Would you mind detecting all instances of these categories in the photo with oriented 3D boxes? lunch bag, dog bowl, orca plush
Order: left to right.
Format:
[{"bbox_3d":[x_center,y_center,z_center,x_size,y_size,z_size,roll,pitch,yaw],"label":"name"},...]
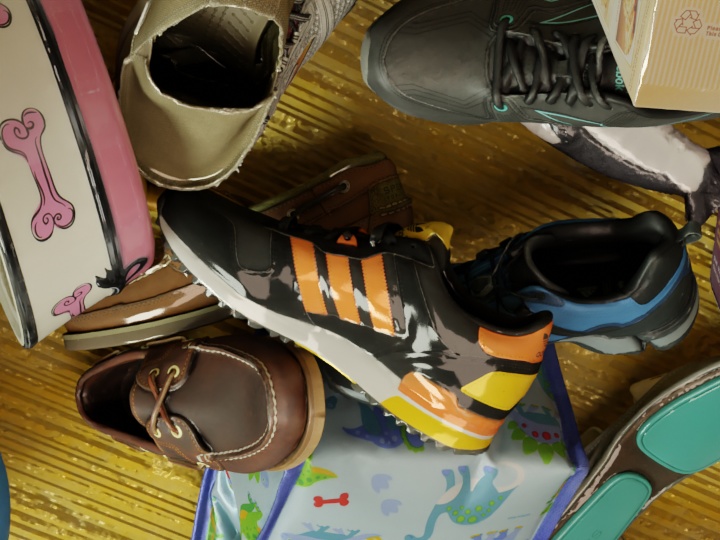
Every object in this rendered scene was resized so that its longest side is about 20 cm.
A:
[{"bbox_3d":[-0.157,-0.069,1.267,0.074,0.200,0.200,-19,125,-11],"label":"dog bowl"},{"bbox_3d":[0.007,0.124,1.458,0.170,0.128,0.200,5,140,-19],"label":"lunch bag"},{"bbox_3d":[0.107,-0.107,1.350,0.200,0.071,0.105,28,92,-11],"label":"orca plush"}]

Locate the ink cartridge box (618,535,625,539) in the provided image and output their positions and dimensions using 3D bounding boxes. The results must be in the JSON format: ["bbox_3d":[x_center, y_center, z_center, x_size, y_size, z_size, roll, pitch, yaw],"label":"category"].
[{"bbox_3d":[0.070,0.234,1.510,0.200,0.163,0.057,-20,124,6],"label":"ink cartridge box"}]

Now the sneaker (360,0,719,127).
[{"bbox_3d":[0.101,-0.104,1.274,0.200,0.079,0.076,-2,99,-7],"label":"sneaker"}]

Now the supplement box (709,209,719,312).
[{"bbox_3d":[0.260,-0.052,1.380,0.131,0.103,0.200,-1,123,-7],"label":"supplement box"}]

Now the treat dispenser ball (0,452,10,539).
[{"bbox_3d":[-0.279,0.124,1.369,0.200,0.201,0.201,-3,124,-5],"label":"treat dispenser ball"}]

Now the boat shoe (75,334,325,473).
[{"bbox_3d":[-0.085,0.069,1.367,0.070,0.200,0.071,0,86,-26],"label":"boat shoe"}]

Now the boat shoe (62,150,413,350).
[{"bbox_3d":[-0.066,-0.010,1.395,0.200,0.072,0.068,-16,95,12],"label":"boat shoe"}]

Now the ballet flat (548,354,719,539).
[{"bbox_3d":[0.152,0.095,1.489,0.200,0.064,0.067,-43,128,15],"label":"ballet flat"}]

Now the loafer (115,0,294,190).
[{"bbox_3d":[-0.073,-0.093,1.206,0.076,0.068,0.200,14,144,-5],"label":"loafer"}]

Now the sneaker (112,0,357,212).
[{"bbox_3d":[-0.053,-0.106,1.316,0.078,0.082,0.200,27,116,-23],"label":"sneaker"}]

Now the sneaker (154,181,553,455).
[{"bbox_3d":[0.000,0.000,1.295,0.200,0.070,0.090,35,106,-1],"label":"sneaker"}]

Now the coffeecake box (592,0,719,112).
[{"bbox_3d":[0.185,-0.149,1.246,0.153,0.200,0.073,3,122,-10],"label":"coffeecake box"}]

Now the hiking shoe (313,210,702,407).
[{"bbox_3d":[0.070,0.009,1.351,0.200,0.074,0.087,-14,149,-1],"label":"hiking shoe"}]
